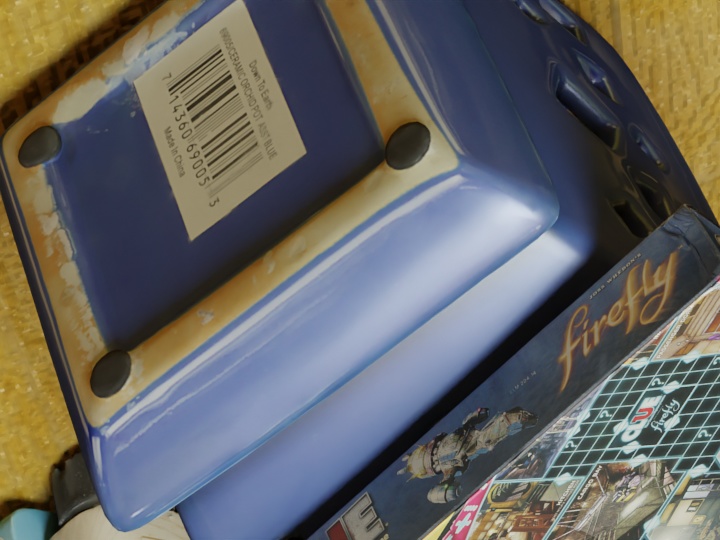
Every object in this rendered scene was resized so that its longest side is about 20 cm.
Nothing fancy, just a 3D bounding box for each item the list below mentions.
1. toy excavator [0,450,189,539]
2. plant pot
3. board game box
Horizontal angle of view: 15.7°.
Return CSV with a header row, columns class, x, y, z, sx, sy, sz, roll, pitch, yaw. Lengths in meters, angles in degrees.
class,x,y,z,sx,sy,sz,roll,pitch,yaw
toy excavator,-0.142,0.161,1.070,0.194,0.100,0.200,17,135,-42
plant pot,0.000,0.000,0.870,0.200,0.200,0.180,-36,136,14
board game box,0.073,0.084,0.814,0.200,0.035,0.135,-42,129,17
